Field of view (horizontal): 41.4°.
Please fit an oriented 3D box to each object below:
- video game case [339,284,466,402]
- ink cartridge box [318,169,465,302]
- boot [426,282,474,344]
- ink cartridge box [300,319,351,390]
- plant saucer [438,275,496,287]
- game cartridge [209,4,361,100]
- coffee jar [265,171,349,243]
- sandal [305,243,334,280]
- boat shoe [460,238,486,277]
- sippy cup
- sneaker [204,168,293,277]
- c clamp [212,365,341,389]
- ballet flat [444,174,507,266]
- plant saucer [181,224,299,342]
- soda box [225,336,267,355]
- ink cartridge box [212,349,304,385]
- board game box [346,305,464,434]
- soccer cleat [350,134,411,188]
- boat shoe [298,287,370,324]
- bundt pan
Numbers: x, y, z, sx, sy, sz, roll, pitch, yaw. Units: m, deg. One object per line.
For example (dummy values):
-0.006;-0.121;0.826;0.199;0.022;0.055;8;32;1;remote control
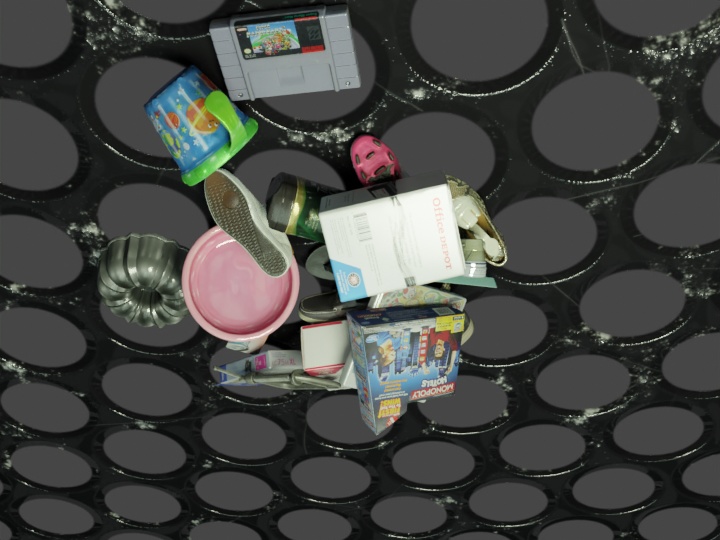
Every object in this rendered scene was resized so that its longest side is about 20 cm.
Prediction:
0.074;0.118;1.626;0.179;0.023;0.204;15;102;-32;video game case
0.049;-0.053;1.434;0.196;0.085;0.147;-12;112;5;ink cartridge box
0.109;0.110;1.703;0.199;0.073;0.152;-39;131;-12;boot
-0.016;0.155;1.747;0.141;0.086;0.200;-8;161;9;ink cartridge box
0.136;0.007;1.620;0.196;0.070;0.019;5;99;-27;plant saucer
-0.104;-0.305;1.341;0.195;0.039;0.131;-5;142;8;game cartridge
-0.056;-0.090;1.518;0.196;0.105;0.087;15;109;-13;coffee jar
0.000;0.000;1.641;0.195;0.045;0.076;11;125;3;sandal
0.147;-0.029;1.563;0.071;0.064;0.199;5;-176;-30;boat shoe
-0.238;-0.216;1.372;0.176;0.140;0.131;-30;109;28;sippy cup
-0.181;-0.084;1.560;0.072;0.085;0.202;-30;102;20;sneaker
-0.139;0.198;1.704;0.197;0.028;0.170;-6;160;39;c clamp
0.185;-0.076;1.542;0.067;0.076;0.200;-38;126;9;ballet flat
-0.203;0.020;1.607;0.196;0.205;0.051;11;170;-9;plant saucer
-0.186;0.069;1.733;0.067;0.064;0.201;16;136;-14;soda box
-0.186;0.188;1.826;0.118;0.043;0.198;4;161;-42;ink cartridge box
0.067;0.164;1.591;0.196;0.062;0.204;-5;113;-26;board game box
0.050;-0.129;1.500;0.070;0.086;0.200;-42;105;0;soccer cleat
-0.016;0.049;1.700;0.195;0.073;0.066;-4;132;3;boat shoe
-0.377;0.030;1.693;0.197;0.077;0.204;1;138;1;bundt pan
